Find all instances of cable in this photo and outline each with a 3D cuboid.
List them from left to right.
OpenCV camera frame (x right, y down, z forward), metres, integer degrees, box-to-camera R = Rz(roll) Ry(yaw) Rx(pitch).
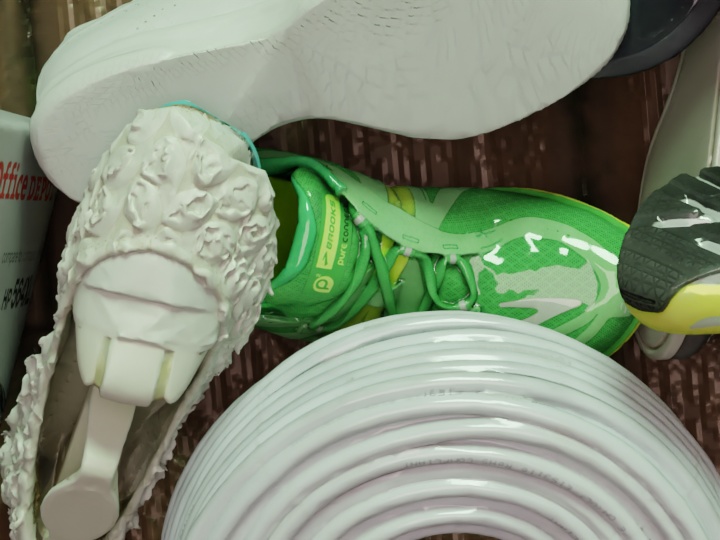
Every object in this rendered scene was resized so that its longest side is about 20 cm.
[{"bbox_3d":[0.031,0.113,0.985,0.200,0.069,0.200,-28,111,13],"label":"cable"}]

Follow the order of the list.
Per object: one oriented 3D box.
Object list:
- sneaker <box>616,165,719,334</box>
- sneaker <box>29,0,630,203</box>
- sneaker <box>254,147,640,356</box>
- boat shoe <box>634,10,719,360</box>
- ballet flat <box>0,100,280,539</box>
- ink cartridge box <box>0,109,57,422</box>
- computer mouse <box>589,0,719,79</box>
[{"bbox_3d":[0.163,0.016,0.961,0.200,0.078,0.090,-2,111,-37],"label":"sneaker"},{"bbox_3d":[-0.013,-0.086,0.969,0.200,0.089,0.075,-12,124,5],"label":"sneaker"},{"bbox_3d":[0.000,0.000,0.999,0.200,0.084,0.074,8,94,6],"label":"sneaker"},{"bbox_3d":[0.138,-0.065,1.001,0.057,0.067,0.200,8,95,-17],"label":"boat shoe"},{"bbox_3d":[-0.075,0.035,0.966,0.072,0.072,0.200,24,133,2],"label":"ballet flat"},{"bbox_3d":[-0.168,0.036,0.979,0.084,0.146,0.200,14,93,4],"label":"ink cartridge box"},{"bbox_3d":[0.038,-0.116,1.007,0.200,0.053,0.139,7,95,22],"label":"computer mouse"}]
